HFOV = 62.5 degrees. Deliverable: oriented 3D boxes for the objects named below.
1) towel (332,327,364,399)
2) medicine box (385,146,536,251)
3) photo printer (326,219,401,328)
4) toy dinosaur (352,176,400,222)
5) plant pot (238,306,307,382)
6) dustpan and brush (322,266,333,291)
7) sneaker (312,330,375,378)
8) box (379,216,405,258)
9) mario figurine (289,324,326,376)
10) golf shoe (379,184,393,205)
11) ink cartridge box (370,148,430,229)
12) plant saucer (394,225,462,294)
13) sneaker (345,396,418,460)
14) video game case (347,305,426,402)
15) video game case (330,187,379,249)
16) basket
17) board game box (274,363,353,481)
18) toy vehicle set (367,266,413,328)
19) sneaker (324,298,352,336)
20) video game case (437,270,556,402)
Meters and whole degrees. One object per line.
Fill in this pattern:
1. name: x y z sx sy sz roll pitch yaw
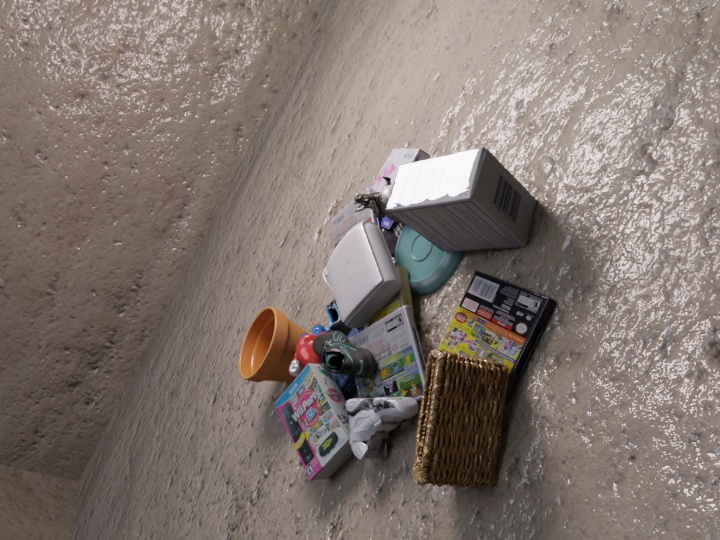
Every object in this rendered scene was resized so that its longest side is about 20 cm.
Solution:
1. towel: -0.036 0.231 1.362 0.200 0.048 0.112 -57 29 16
2. medicine box: 0.183 -0.121 1.089 0.200 0.182 0.103 -1 65 47
3. photo printer: 0.000 0.000 1.308 0.166 0.069 0.200 -48 44 33
4. toy dinosaur: 0.084 -0.151 1.338 0.200 0.077 0.103 23 100 32
5. plant pot: -0.219 0.215 1.594 0.200 0.140 0.201 -41 35 38
6. dustpan and brush: 0.003 0.044 1.401 0.139 0.057 0.200 -31 76 8
7. sneaker: -0.053 0.174 1.259 0.200 0.079 0.076 12 97 53
8. box: 0.122 -0.138 1.401 0.200 0.036 0.143 -55 29 22
9. mario figurine: -0.108 0.202 1.445 0.200 0.106 0.124 -103 34 -81
10. golf shoe: 0.138 -0.180 1.224 0.097 0.199 0.078 102 154 -45
11. ink cartridge box: 0.076 -0.209 1.479 0.200 0.043 0.196 -60 20 1
12. plant saucer: 0.138 -0.049 1.274 0.200 0.027 0.201 -24 58 45
13. sneaker: 0.042 0.300 1.130 0.200 0.075 0.115 -19 69 54
14. video game case: 0.054 0.192 1.203 0.200 0.022 0.183 -35 60 43
15. video game case: -0.012 -0.088 1.534 0.200 0.023 0.183 -34 59 51
16. basket: 0.127 0.228 0.943 0.143 0.149 0.201 -3 76 59
17. board game box: -0.091 0.328 1.295 0.148 0.064 0.200 -51 51 23
18. toy vehicle set: 0.063 0.107 1.269 0.124 0.026 0.201 -33 53 45
19. sneaker: -0.038 0.080 1.452 0.073 0.082 0.201 -41 34 41
20. video game case: 0.227 0.106 1.033 0.181 0.025 0.200 -64 28 1
